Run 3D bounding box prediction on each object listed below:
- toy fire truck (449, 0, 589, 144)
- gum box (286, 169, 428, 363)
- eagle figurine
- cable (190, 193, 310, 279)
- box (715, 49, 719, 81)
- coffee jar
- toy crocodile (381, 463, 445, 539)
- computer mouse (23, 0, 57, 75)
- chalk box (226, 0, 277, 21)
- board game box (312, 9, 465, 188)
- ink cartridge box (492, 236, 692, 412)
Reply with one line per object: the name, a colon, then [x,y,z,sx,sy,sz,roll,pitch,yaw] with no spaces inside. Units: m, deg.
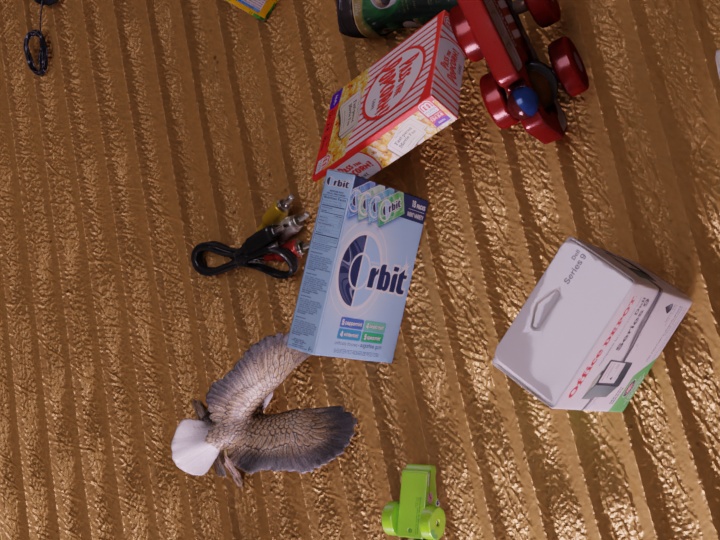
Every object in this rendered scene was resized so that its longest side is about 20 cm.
toy fire truck: [0.163,-0.227,1.228,0.111,0.168,0.202,-22,101,24]
gum box: [0.000,0.000,1.320,0.044,0.169,0.203,14,91,33]
eagle figurine: [-0.126,0.175,1.406,0.198,0.151,0.153,-23,51,34]
cable: [-0.139,-0.022,1.504,0.199,0.050,0.098,-24,87,41]
box: [0.455,-0.195,1.098,0.198,0.094,0.079,-15,76,32]
coffee jar: [0.061,-0.339,1.377,0.198,0.085,0.106,0,93,32]
toy crocodile: [0.066,0.323,1.303,0.067,0.061,0.203,-8,75,32]
computer mouse: [-0.490,-0.405,1.784,0.058,0.034,0.203,10,94,17]
chalk box: [-0.188,-0.453,1.535,0.200,0.124,0.124,44,106,30]
board game box: [0.035,-0.191,1.333,0.199,0.046,0.153,-31,35,38]
ink cartridge box: [0.234,0.060,1.140,0.084,0.199,0.147,37,103,30]
